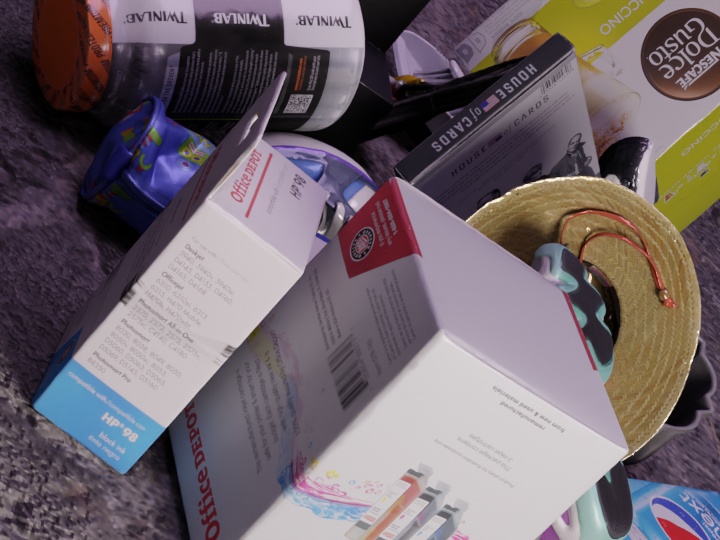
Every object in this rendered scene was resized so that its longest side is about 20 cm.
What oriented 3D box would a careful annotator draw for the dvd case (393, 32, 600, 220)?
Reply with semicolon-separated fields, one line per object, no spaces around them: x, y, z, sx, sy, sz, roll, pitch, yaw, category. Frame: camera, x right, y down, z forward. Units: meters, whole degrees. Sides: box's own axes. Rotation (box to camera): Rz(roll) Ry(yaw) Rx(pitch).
0.102;-0.070;1.713;0.025;0.150;0.200;47;-8;26;dvd case

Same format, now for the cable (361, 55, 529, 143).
0.044;-0.137;1.830;0.097;0.199;0.051;-22;93;-40;cable

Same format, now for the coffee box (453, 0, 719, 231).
0.234;-0.154;2.076;0.198;0.199;0.200;51;4;22;coffee box

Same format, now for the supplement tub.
-0.108;-0.153;1.589;0.199;0.123;0.123;-2;45;-31;supplement tub

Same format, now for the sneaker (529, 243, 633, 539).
0.089;0.089;1.519;0.078;0.139;0.202;30;49;-52;sneaker

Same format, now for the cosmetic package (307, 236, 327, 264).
-0.013;0.059;1.439;0.199;0.108;0.085;32;24;-30;cosmetic package

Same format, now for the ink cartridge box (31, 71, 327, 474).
-0.084;0.000;1.294;0.067;0.200;0.116;38;22;-10;ink cartridge box

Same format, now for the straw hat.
0.126;0.035;1.596;0.201;0.201;0.085;41;1;-5;straw hat

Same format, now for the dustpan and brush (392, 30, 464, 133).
0.104;-0.116;2.027;0.200;0.057;0.140;54;13;-25;dustpan and brush

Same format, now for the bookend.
-0.004;-0.175;1.764;0.092;0.200;0.199;33;23;-22;bookend

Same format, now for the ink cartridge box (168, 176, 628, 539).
0.014;0.088;1.308;0.144;0.200;0.146;32;24;-31;ink cartridge box

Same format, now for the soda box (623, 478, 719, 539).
0.184;0.184;1.602;0.199;0.068;0.064;13;36;-52;soda box

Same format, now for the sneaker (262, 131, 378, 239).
0.000;0.000;1.604;0.200;0.081;0.147;36;18;-32;sneaker

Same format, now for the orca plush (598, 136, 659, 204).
0.198;-0.029;1.952;0.071;0.201;0.106;10;58;15;orca plush

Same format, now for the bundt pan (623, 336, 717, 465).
0.155;0.062;1.736;0.201;0.076;0.203;24;35;-18;bundt pan

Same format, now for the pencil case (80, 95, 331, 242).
-0.079;-0.022;1.511;0.200;0.078;0.087;37;12;-12;pencil case
